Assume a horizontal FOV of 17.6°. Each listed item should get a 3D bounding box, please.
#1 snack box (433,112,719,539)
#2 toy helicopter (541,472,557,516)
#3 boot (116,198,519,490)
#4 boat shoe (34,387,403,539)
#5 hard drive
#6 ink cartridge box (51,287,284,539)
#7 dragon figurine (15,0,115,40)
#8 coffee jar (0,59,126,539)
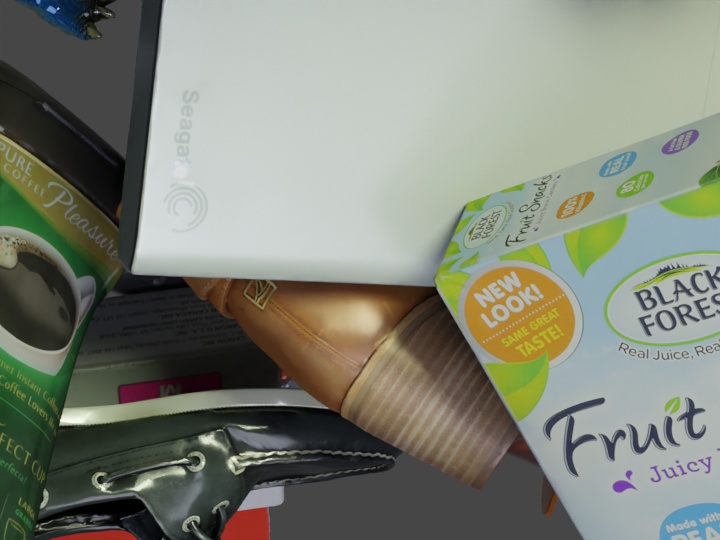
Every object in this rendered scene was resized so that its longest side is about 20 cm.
[{"bbox_3d":[0.131,0.050,0.705,0.142,0.053,0.201,-19,114,27],"label":"snack box"},{"bbox_3d":[0.098,0.090,0.802,0.132,0.079,0.200,34,112,-15],"label":"toy helicopter"},{"bbox_3d":[0.000,0.000,0.829,0.155,0.200,0.077,35,111,4],"label":"boot"},{"bbox_3d":[-0.078,0.081,0.831,0.198,0.067,0.075,-1,163,-11],"label":"boat shoe"},{"bbox_3d":[0.030,-0.060,0.721,0.199,0.026,0.133,2,106,-20],"label":"hard drive"},{"bbox_3d":[-0.130,0.089,0.918,0.198,0.044,0.174,-7,132,-8],"label":"ink cartridge box"},{"bbox_3d":[-0.099,-0.127,0.708,0.199,0.059,0.100,-31,130,9],"label":"dragon figurine"},{"bbox_3d":[-0.141,0.029,0.755,0.085,0.201,0.104,-11,142,38],"label":"coffee jar"}]
